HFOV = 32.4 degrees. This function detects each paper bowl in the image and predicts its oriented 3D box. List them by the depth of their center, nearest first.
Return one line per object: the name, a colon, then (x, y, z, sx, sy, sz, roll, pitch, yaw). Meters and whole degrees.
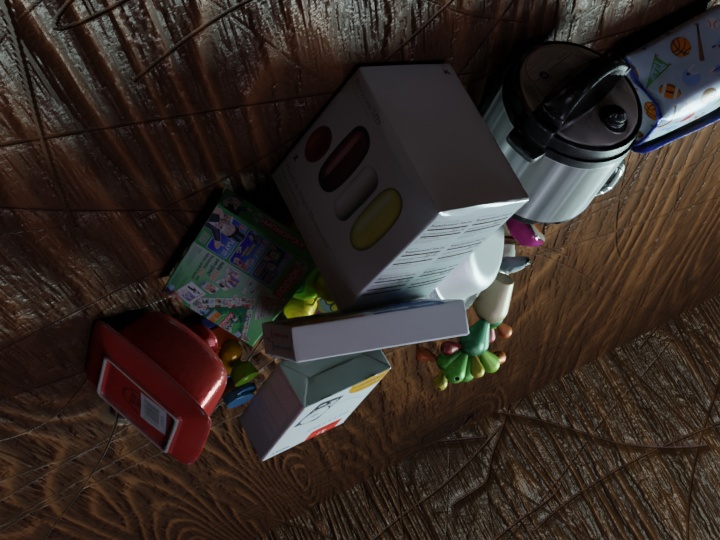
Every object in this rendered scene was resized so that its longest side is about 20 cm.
paper bowl: (0.114, -0.045, 1.567, 0.104, 0.201, 0.201, 1, 176, 26)

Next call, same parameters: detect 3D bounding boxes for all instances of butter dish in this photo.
butter dish: (-0.247, 0.130, 1.630, 0.148, 0.199, 0.200, -45, 172, -31)

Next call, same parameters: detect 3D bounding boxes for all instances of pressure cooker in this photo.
pressure cooker: (0.235, -0.172, 1.463, 0.178, 0.176, 0.200, 8, 147, -14)

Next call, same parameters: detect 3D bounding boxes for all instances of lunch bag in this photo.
lunch bag: (0.423, -0.244, 1.655, 0.170, 0.124, 0.200, -27, 172, -6)

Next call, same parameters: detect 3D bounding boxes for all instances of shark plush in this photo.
shark plush: (0.140, 0.002, 1.738, 0.200, 0.083, 0.091, -25, 166, -20)

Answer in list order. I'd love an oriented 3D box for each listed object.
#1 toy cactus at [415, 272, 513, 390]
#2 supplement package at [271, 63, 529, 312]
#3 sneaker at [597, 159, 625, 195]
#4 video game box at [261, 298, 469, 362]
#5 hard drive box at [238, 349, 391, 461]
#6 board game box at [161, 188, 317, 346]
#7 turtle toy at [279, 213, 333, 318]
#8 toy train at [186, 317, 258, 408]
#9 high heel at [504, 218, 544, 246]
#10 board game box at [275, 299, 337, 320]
toy cactus: (0.158, 0.074, 1.670, 0.200, 0.102, 0.165, -26, 142, -54)
supplement package: (0.038, -0.092, 1.371, 0.147, 0.192, 0.200, -10, 154, -42)
sneaker: (0.287, -0.131, 1.794, 0.115, 0.075, 0.200, -11, 169, -29)
video game box: (0.001, 0.066, 1.415, 0.199, 0.047, 0.182, -8, 179, -15)
hard drive box: (-0.068, 0.177, 1.776, 0.156, 0.077, 0.200, -22, 162, -32)
board game box: (-0.143, 0.002, 1.471, 0.200, 0.134, 0.029, -49, -167, 48)
turtle toy: (-0.073, -0.017, 1.536, 0.200, 0.101, 0.146, -35, -157, 48)
toy train: (-0.179, 0.107, 1.705, 0.084, 0.116, 0.200, -24, 162, -25)
high heel: (0.186, -0.048, 1.655, 0.096, 0.068, 0.200, -31, -173, 4)
board game box: (-0.055, 0.068, 1.808, 0.103, 0.105, 0.200, -22, 161, -16)
